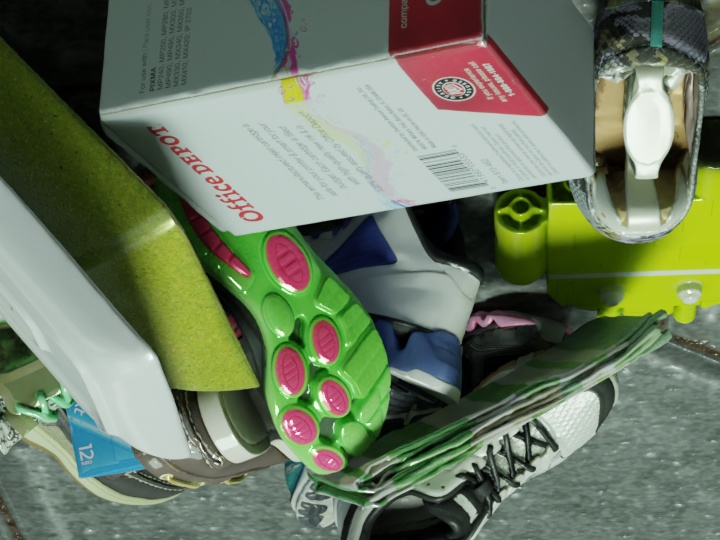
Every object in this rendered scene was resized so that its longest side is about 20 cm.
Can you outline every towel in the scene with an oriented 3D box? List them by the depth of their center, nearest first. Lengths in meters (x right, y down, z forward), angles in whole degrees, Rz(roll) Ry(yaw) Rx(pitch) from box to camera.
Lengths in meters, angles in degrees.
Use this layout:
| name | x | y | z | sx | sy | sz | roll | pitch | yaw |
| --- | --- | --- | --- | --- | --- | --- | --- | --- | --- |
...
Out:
| name | x | y | z | sx | sy | sz | roll | pitch | yaw |
| --- | --- | --- | --- | --- | --- | --- | --- | --- | --- |
| towel | 0.070 | 0.076 | 1.499 | 0.200 | 0.023 | 0.153 | -29 | -176 | -12 |

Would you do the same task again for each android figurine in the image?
| name | x | y | z | sx | sy | sz | roll | pitch | yaw |
| --- | --- | --- | --- | --- | --- | --- | --- | --- | --- |
| android figurine | 0.166 | -0.021 | 1.519 | 0.182 | 0.041 | 0.200 | -1 | 152 | 1 |

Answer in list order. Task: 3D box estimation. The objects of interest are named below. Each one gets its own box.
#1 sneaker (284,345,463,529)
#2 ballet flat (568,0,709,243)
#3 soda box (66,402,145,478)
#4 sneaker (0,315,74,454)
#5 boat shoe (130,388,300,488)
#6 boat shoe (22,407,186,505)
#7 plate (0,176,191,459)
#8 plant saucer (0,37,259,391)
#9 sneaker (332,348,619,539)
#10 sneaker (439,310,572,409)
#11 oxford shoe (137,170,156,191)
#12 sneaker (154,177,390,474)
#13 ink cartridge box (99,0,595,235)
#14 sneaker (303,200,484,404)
| name | x | y | z | sx | sy | sz | roll | pitch | yaw |
| --- | --- | --- | --- | --- | --- | --- | --- | --- | --- |
| sneaker | -0.003 | 0.079 | 1.673 | 0.077 | 0.080 | 0.200 | 4 | 136 | -30 |
| ballet flat | 0.142 | -0.062 | 1.362 | 0.072 | 0.072 | 0.200 | -1 | 141 | 1 |
| soda box | -0.105 | 0.080 | 1.599 | 0.064 | 0.068 | 0.200 | -13 | 175 | 20 |
| sneaker | -0.175 | 0.058 | 1.453 | 0.200 | 0.089 | 0.077 | 0 | 168 | 11 |
| boat shoe | -0.074 | 0.086 | 1.496 | 0.059 | 0.072 | 0.200 | -23 | 176 | 12 |
| boat shoe | -0.162 | 0.097 | 1.710 | 0.066 | 0.072 | 0.201 | -13 | 147 | 34 |
| plate | -0.164 | 0.006 | 1.306 | 0.032 | 0.200 | 0.200 | -40 | 166 | -10 |
| plant saucer | -0.148 | -0.029 | 1.336 | 0.048 | 0.200 | 0.200 | -40 | 154 | -11 |
| sneaker | 0.074 | 0.124 | 1.608 | 0.200 | 0.088 | 0.076 | -33 | 116 | 18 |
| sneaker | 0.070 | 0.094 | 1.684 | 0.079 | 0.096 | 0.200 | 15 | 148 | -25 |
| oxford shoe | -0.117 | -0.001 | 1.512 | 0.070 | 0.075 | 0.200 | 19 | 146 | -29 |
| sneaker | -0.047 | 0.016 | 1.425 | 0.077 | 0.200 | 0.084 | -30 | -165 | -10 |
| ink cartridge box | -0.005 | -0.094 | 1.274 | 0.200 | 0.083 | 0.146 | -9 | 154 | 23 |
| sneaker | 0.001 | 0.000 | 1.517 | 0.199 | 0.115 | 0.081 | 16 | 167 | 42 |
